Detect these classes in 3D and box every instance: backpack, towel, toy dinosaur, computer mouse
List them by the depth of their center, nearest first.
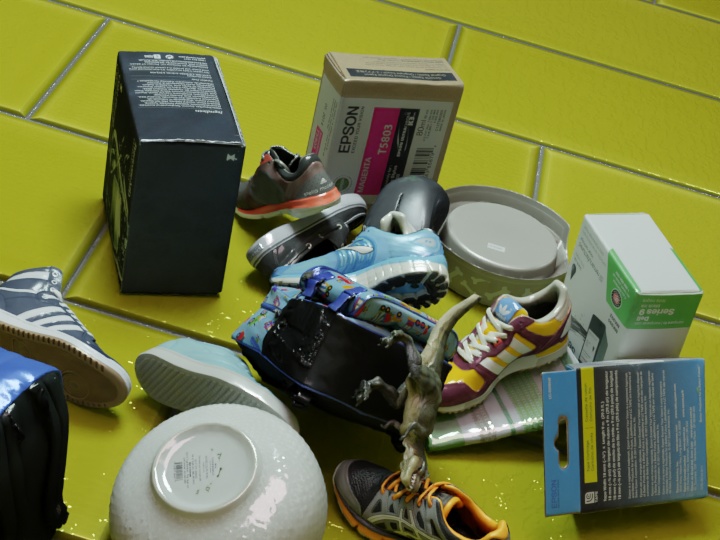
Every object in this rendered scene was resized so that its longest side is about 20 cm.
[{"bbox_3d":[-0.336,0.160,1.207,0.166,0.202,0.163,20,34,7],"label":"backpack"},{"bbox_3d":[0.048,0.103,1.373,0.088,0.202,0.047,24,-15,-24],"label":"toy dinosaur"},{"bbox_3d":[-0.025,0.075,1.469,0.182,0.136,0.199,26,-1,-35],"label":"backpack"},{"bbox_3d":[0.144,0.119,1.575,0.198,0.031,0.150,-11,39,-14],"label":"towel"},{"bbox_3d":[0.051,-0.051,1.729,0.137,0.053,0.201,1,44,19],"label":"computer mouse"}]

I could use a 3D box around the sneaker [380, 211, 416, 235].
[{"bbox_3d":[0.029,0.025,1.604,0.070,0.081,0.202,-5,54,16],"label":"sneaker"}]

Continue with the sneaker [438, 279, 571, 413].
[{"bbox_3d":[0.137,0.073,1.543,0.199,0.091,0.075,-27,46,-26],"label":"sneaker"}]

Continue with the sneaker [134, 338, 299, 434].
[{"bbox_3d":[-0.126,0.111,1.437,0.199,0.075,0.082,25,38,29],"label":"sneaker"}]

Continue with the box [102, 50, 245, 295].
[{"bbox_3d":[-0.214,-0.111,1.647,0.123,0.202,0.197,0,36,-19],"label":"box"}]

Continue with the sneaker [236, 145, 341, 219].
[{"bbox_3d":[-0.093,-0.111,1.737,0.077,0.083,0.199,-26,16,-34],"label":"sneaker"}]

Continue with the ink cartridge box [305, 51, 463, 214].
[{"bbox_3d":[0.023,-0.163,1.816,0.163,0.202,0.075,-2,36,-23],"label":"ink cartridge box"}]

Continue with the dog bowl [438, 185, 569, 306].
[{"bbox_3d":[0.170,-0.027,1.808,0.198,0.059,0.201,10,34,-7],"label":"dog bowl"}]

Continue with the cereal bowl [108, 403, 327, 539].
[{"bbox_3d":[-0.129,0.196,1.285,0.198,0.084,0.202,-3,49,4],"label":"cereal bowl"}]

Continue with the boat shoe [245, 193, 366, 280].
[{"bbox_3d":[-0.049,-0.031,1.727,0.066,0.070,0.199,49,38,12],"label":"boat shoe"}]

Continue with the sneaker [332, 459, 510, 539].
[{"bbox_3d":[0.062,0.228,1.382,0.199,0.078,0.078,28,38,21],"label":"sneaker"}]

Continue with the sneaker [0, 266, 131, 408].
[{"bbox_3d":[-0.300,0.062,1.481,0.198,0.071,0.109,22,36,14],"label":"sneaker"}]

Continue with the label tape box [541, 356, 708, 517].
[{"bbox_3d":[0.254,0.165,1.483,0.198,0.146,0.063,-2,1,-24],"label":"label tape box"}]

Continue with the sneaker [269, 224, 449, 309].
[{"bbox_3d":[0.000,0.000,1.559,0.198,0.079,0.091,-7,50,15],"label":"sneaker"}]

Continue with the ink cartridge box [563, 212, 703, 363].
[{"bbox_3d":[0.282,0.060,1.602,0.083,0.202,0.146,-2,37,-19],"label":"ink cartridge box"}]
